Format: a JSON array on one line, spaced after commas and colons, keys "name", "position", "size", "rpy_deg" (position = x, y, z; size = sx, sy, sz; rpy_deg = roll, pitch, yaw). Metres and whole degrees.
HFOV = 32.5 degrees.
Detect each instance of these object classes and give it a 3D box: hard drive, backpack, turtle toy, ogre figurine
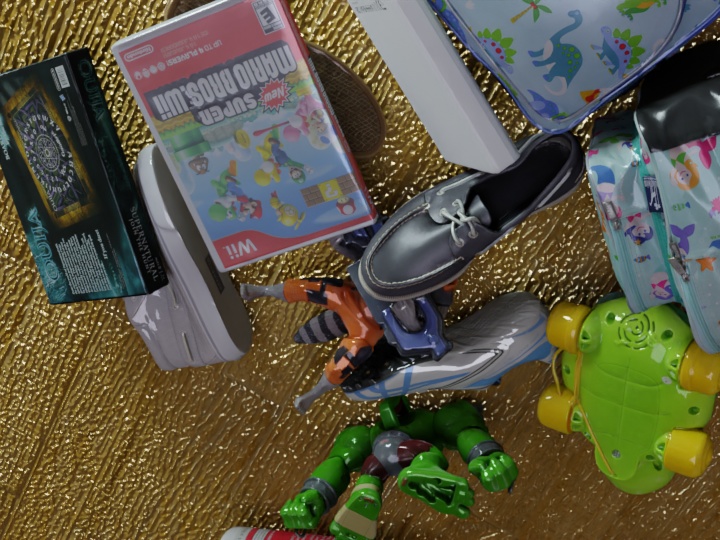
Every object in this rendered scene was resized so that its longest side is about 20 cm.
[{"name": "hard drive", "position": [0.037, -0.165, 0.900], "size": [0.027, 0.132, 0.201], "rpy_deg": [-34, 105, -5]}, {"name": "backpack", "position": [0.157, -0.209, 0.841], "size": [0.200, 0.147, 0.183], "rpy_deg": [-37, 105, 22]}, {"name": "turtle toy", "position": [0.225, 0.100, 0.994], "size": [0.145, 0.101, 0.202], "rpy_deg": [18, 122, 28]}, {"name": "backpack", "position": [0.248, -0.043, 0.880], "size": [0.150, 0.178, 0.201], "rpy_deg": [-22, 106, 22]}, {"name": "ogre figurine", "position": [0.038, 0.164, 1.056], "size": [0.199, 0.120, 0.098], "rpy_deg": [-35, 107, 26]}]

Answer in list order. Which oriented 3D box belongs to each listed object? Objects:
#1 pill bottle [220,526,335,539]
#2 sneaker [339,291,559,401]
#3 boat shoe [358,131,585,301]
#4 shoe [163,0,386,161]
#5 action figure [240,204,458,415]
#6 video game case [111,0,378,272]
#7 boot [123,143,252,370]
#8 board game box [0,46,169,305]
[{"name": "pill bottle", "position": [-0.034, 0.302, 1.141], "size": [0.198, 0.112, 0.113], "rpy_deg": [3, 115, 11]}, {"name": "sneaker", "position": [0.073, 0.078, 1.039], "size": [0.199, 0.072, 0.073], "rpy_deg": [-19, 118, 24]}, {"name": "boat shoe", "position": [0.082, -0.047, 0.939], "size": [0.199, 0.063, 0.073], "rpy_deg": [-31, 77, -2]}, {"name": "shoe", "position": [-0.065, -0.155, 0.975], "size": [0.199, 0.053, 0.070], "rpy_deg": [35, 86, -9]}, {"name": "action figure", "position": [0.000, 0.000, 1.025], "size": [0.192, 0.104, 0.201], "rpy_deg": [-26, 77, 16]}, {"name": "video game case", "position": [-0.088, -0.106, 0.951], "size": [0.142, 0.017, 0.201], "rpy_deg": [-17, 112, 19]}, {"name": "boot", "position": [-0.172, -0.003, 1.052], "size": [0.095, 0.074, 0.201], "rpy_deg": [-15, 108, 18]}, {"name": "board game box", "position": [-0.242, -0.072, 1.021], "size": [0.135, 0.028, 0.202], "rpy_deg": [-5, 107, 40]}]
